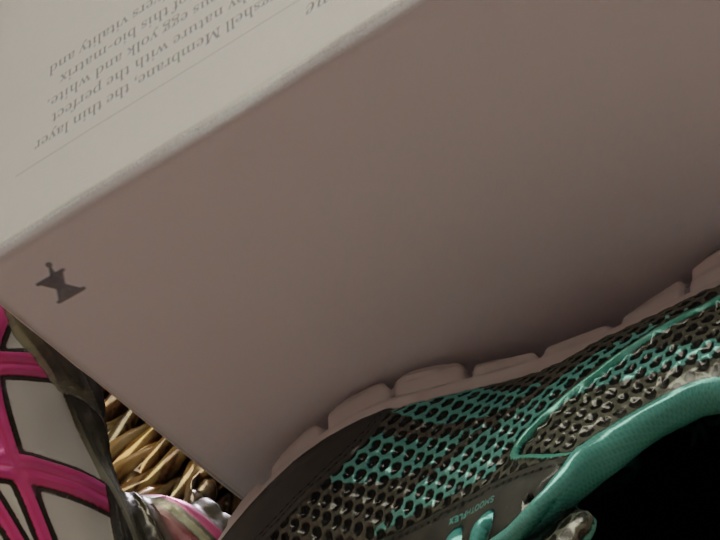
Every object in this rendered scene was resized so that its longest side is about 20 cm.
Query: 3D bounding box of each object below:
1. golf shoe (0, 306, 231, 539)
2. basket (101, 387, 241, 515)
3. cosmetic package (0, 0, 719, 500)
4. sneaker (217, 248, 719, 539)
[{"bbox_3d":[-0.098,0.060,0.625,0.092,0.200,0.073,-31,-25,-31],"label":"golf shoe"},{"bbox_3d":[-0.111,0.140,0.729,0.200,0.149,0.143,-32,36,-27],"label":"basket"},{"bbox_3d":[0.024,-0.079,0.611,0.199,0.123,0.200,-29,38,24],"label":"cosmetic package"},{"bbox_3d":[0.036,0.055,0.530,0.200,0.078,0.091,-33,6,21],"label":"sneaker"}]
